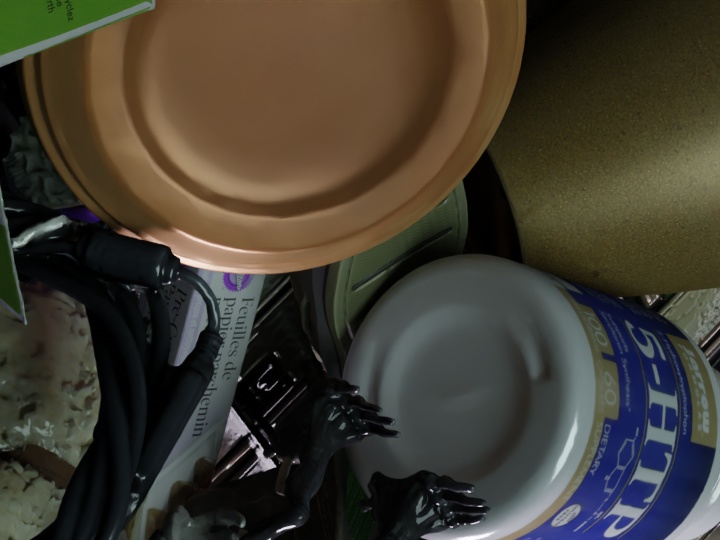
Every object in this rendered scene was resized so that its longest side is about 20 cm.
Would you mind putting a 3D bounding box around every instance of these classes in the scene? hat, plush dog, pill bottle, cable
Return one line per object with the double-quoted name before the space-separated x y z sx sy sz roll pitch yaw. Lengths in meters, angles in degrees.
"hat" -0.038 0.143 1.093 0.080 0.201 0.202 -8 124 1
"plush dog" -0.152 0.084 1.005 0.200 0.160 0.173 38 64 -45
"pill bottle" 0.091 0.067 1.094 0.200 0.119 0.120 16 103 -56
"cable" -0.152 0.053 0.922 0.201 0.162 0.051 -60 173 -28

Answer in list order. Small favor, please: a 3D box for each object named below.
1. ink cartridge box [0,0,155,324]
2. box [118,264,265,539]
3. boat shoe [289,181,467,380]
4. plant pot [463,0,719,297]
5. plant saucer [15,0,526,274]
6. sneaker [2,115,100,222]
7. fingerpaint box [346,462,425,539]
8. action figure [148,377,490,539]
"ink cartridge box" -0.140 -0.106 0.891 0.075 0.148 0.201 -25 128 -28
"box" -0.087 0.072 1.111 0.039 0.041 0.201 0 114 -40
"boat shoe" 0.000 0.000 1.092 0.074 0.068 0.201 -28 146 -22
"plant pot" 0.141 -0.067 1.149 0.199 0.187 0.187 -20 126 -14
"plant saucer" -0.030 -0.084 0.946 0.199 0.038 0.201 -6 118 -11
"sneaker" -0.052 -0.060 1.048 0.199 0.070 0.100 -31 145 -16
"fingerpaint box" 0.065 0.116 1.239 0.166 0.073 0.201 14 104 -43
"action figure" -0.042 0.132 0.930 0.119 0.102 0.200 48 62 -14
